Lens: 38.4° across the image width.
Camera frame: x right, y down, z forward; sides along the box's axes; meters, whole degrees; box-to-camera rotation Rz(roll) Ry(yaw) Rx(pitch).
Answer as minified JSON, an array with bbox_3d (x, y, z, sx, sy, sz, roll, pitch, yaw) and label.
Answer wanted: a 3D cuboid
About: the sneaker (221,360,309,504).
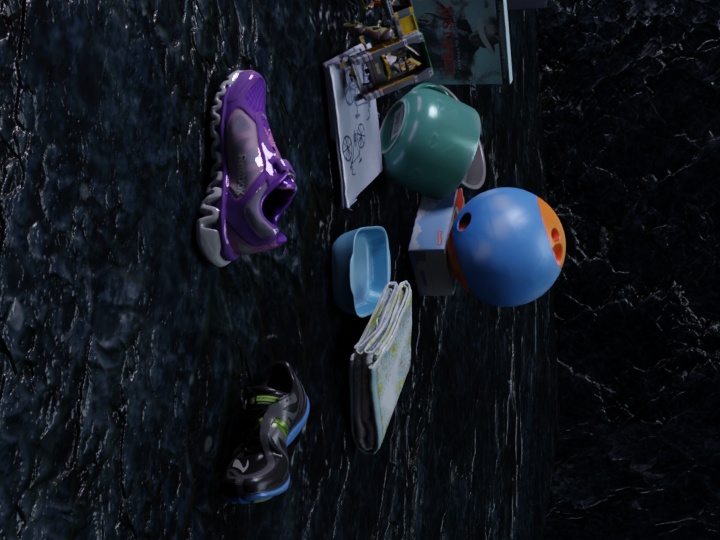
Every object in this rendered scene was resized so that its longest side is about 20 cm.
[{"bbox_3d":[-0.103,0.165,1.064,0.200,0.070,0.083,-71,150,-58],"label":"sneaker"}]

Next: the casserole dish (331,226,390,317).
[{"bbox_3d":[0.000,0.000,1.442,0.200,0.038,0.122,-14,103,-73],"label":"casserole dish"}]

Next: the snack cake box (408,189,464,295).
[{"bbox_3d":[0.143,-0.065,1.866,0.201,0.067,0.116,-73,155,-44],"label":"snack cake box"}]

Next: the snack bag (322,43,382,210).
[{"bbox_3d":[-0.008,-0.205,1.445,0.189,0.021,0.202,-53,139,-63],"label":"snack bag"}]

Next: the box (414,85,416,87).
[{"bbox_3d":[0.122,-0.444,1.834,0.160,0.044,0.202,-57,144,-60],"label":"box"}]

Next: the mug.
[{"bbox_3d":[0.091,-0.203,1.582,0.153,0.114,0.185,-64,-157,16],"label":"mug"}]

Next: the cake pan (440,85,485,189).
[{"bbox_3d":[0.159,-0.233,1.851,0.200,0.037,0.202,36,42,-42],"label":"cake pan"}]

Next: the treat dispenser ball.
[{"bbox_3d":[0.248,-0.040,1.757,0.201,0.199,0.203,0,90,-73],"label":"treat dispenser ball"}]

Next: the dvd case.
[{"bbox_3d":[0.133,-0.359,1.605,0.022,0.198,0.147,-56,144,-52],"label":"dvd case"}]

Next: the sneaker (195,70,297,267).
[{"bbox_3d":[-0.102,-0.102,1.019,0.080,0.088,0.202,42,49,-66],"label":"sneaker"}]

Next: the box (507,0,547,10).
[{"bbox_3d":[0.289,-0.620,2.122,0.183,0.198,0.105,-70,155,-47],"label":"box"}]

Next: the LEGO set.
[{"bbox_3d":[0.007,-0.316,1.366,0.154,0.115,0.201,-123,-167,-54],"label":"LEGO set"}]

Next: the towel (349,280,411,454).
[{"bbox_3d":[0.033,0.136,1.471,0.172,0.048,0.201,-60,158,-45],"label":"towel"}]
